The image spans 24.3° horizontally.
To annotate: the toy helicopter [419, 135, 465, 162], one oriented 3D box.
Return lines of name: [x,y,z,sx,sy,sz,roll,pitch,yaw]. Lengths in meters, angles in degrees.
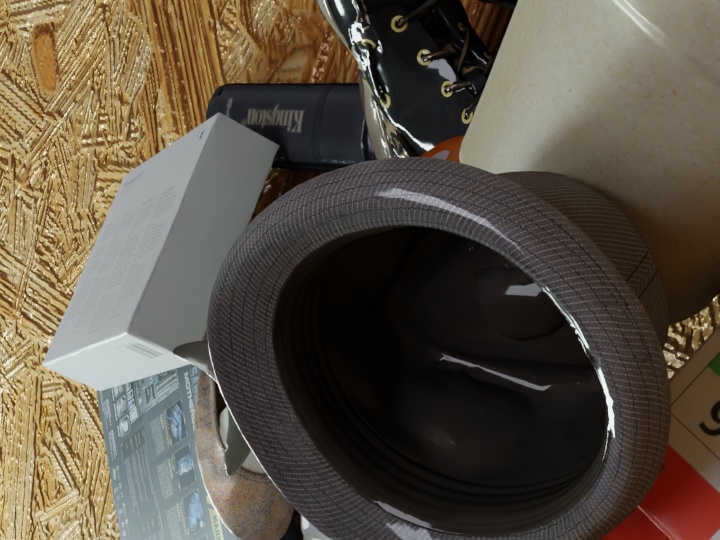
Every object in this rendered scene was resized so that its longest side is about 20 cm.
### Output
toy helicopter: [0.000,0.000,0.842,0.079,0.132,0.200,53,168,-19]

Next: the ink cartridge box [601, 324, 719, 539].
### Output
ink cartridge box: [0.157,0.091,0.665,0.109,0.050,0.200,44,94,20]

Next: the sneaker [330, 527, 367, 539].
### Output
sneaker: [0.026,0.087,0.796,0.070,0.200,0.073,-23,106,33]

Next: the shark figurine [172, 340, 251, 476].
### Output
shark figurine: [-0.011,0.022,0.962,0.127,0.215,0.090,-15,118,25]

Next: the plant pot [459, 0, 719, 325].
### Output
plant pot: [0.136,-0.083,0.688,0.202,0.199,0.184,63,142,32]

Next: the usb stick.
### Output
usb stick: [-0.039,-0.091,1.056,0.199,0.032,0.056,9,98,54]

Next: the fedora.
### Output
fedora: [0.043,0.026,0.662,0.199,0.090,0.178,-27,100,44]

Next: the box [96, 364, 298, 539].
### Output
box: [-0.116,0.129,1.144,0.157,0.051,0.202,-38,59,48]

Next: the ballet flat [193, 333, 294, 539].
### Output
ballet flat: [-0.071,0.070,1.056,0.067,0.067,0.202,134,130,-58]

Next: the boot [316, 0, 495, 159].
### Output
boot: [0.052,-0.101,0.847,0.150,0.073,0.201,38,151,44]

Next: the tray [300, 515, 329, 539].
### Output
tray: [0.018,0.133,0.983,0.199,0.022,0.109,3,93,54]

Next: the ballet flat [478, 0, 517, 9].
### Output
ballet flat: [0.087,-0.146,0.848,0.057,0.066,0.199,-51,41,-9]

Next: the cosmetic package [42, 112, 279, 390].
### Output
cosmetic package: [-0.134,-0.006,1.094,0.200,0.051,0.152,-18,50,64]
